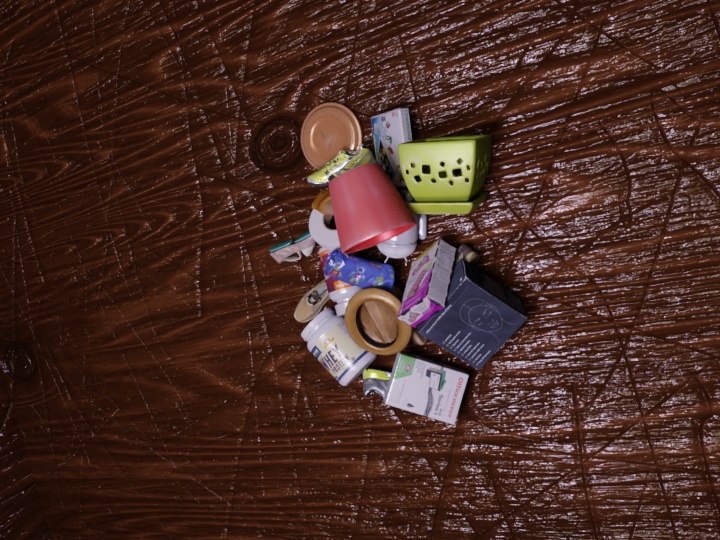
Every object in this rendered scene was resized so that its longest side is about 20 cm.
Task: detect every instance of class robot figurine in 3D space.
[{"bbox_3d":[0.101,-0.120,1.583,0.169,0.113,0.201,-1,104,-11],"label":"robot figurine"}]

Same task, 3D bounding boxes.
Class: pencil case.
[{"bbox_3d":[0.000,0.000,1.586,0.199,0.078,0.087,17,119,-16],"label":"pencil case"}]

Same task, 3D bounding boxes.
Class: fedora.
[{"bbox_3d":[0.055,0.132,1.592,0.200,0.082,0.201,7,112,17],"label":"fedora"}]

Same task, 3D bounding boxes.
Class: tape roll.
[{"bbox_3d":[-0.053,-0.151,1.634,0.202,0.037,0.203,-16,55,24],"label":"tape roll"}]

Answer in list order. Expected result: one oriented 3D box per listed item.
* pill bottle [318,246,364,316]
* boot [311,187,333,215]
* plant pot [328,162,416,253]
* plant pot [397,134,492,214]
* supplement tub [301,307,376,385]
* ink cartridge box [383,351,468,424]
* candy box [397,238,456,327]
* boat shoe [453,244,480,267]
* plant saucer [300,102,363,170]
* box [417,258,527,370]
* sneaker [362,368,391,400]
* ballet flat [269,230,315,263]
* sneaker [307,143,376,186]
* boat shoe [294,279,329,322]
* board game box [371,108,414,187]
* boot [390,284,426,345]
[{"bbox_3d":[-0.047,0.023,1.669,0.109,0.109,0.201,-18,82,27],"label":"pill bottle"},{"bbox_3d":[-0.036,-0.223,1.602,0.144,0.201,0.071,32,155,58],"label":"boot"},{"bbox_3d":[0.016,-0.159,1.450,0.200,0.200,0.178,-23,86,27],"label":"plant pot"},{"bbox_3d":[0.219,-0.241,1.465,0.199,0.199,0.182,3,107,24],"label":"plant pot"},{"bbox_3d":[-0.064,0.222,1.713,0.200,0.145,0.145,45,115,11],"label":"supplement tub"},{"bbox_3d":[0.180,0.319,1.595,0.199,0.084,0.147,16,88,-1],"label":"ink cartridge box"},{"bbox_3d":[0.173,0.032,1.509,0.061,0.200,0.136,31,140,-14],"label":"candy box"},{"bbox_3d":[0.243,0.014,1.575,0.200,0.073,0.065,-51,58,23],"label":"boat shoe"},{"bbox_3d":[-0.087,-0.380,1.670,0.200,0.032,0.201,5,101,25],"label":"plant saucer"},{"bbox_3d":[0.283,0.114,1.504,0.196,0.124,0.200,32,114,-12],"label":"box"},{"bbox_3d":[0.099,0.339,1.673,0.199,0.074,0.081,6,70,11],"label":"sneaker"},{"bbox_3d":[-0.186,-0.071,1.768,0.200,0.068,0.067,-19,111,32],"label":"ballet flat"},{"bbox_3d":[-0.058,-0.294,1.624,0.199,0.075,0.077,-20,117,5],"label":"sneaker"},{"bbox_3d":[-0.145,0.090,1.764,0.072,0.076,0.200,46,115,10],"label":"boat shoe"},{"bbox_3d":[0.089,-0.324,1.566,0.126,0.035,0.201,3,103,54],"label":"board game box"},{"bbox_3d":[0.088,0.149,1.684,0.166,0.072,0.200,-34,86,39],"label":"boot"}]
